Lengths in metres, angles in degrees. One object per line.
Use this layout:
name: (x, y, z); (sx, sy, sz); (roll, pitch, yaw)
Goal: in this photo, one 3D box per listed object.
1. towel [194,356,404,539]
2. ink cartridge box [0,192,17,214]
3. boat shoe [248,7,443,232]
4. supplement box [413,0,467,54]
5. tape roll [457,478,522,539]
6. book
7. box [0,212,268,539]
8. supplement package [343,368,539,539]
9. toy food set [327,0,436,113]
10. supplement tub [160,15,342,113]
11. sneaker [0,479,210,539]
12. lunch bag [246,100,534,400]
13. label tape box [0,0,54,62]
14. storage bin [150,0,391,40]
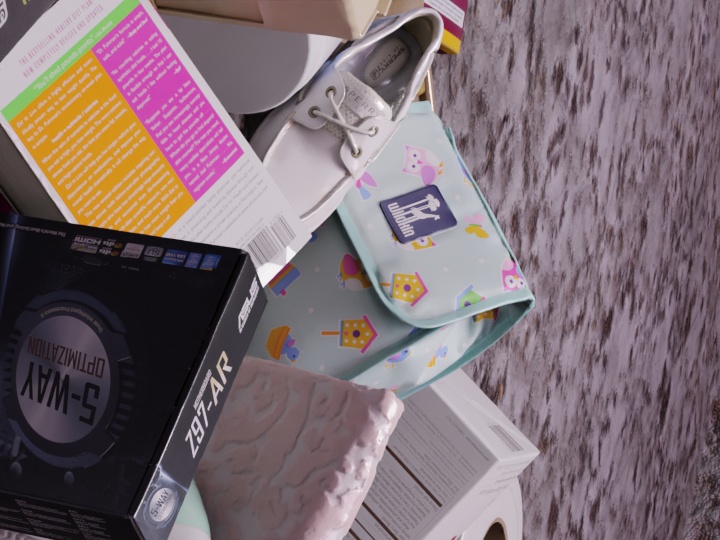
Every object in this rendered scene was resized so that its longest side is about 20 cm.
towel: (-0.089, 0.141, 1.222); (0.032, 0.190, 0.201); (43, 67, -47)
ink cartridge box: (-0.186, 0.053, 1.245); (0.200, 0.042, 0.120); (62, 43, -54)
boat shoe: (-0.011, -0.101, 1.354); (0.201, 0.071, 0.069); (-56, -168, -30)
supplement box: (0.039, -0.281, 1.652); (0.110, 0.085, 0.202); (16, 83, -69)
tape roll: (0.045, 0.252, 1.806); (0.202, 0.138, 0.204); (8, 90, -69)
book: (-0.125, -0.058, 1.171); (0.134, 0.048, 0.201); (-46, 110, -33)
box: (-0.166, 0.051, 1.070); (0.044, 0.199, 0.161); (71, 35, -51)
supplement package: (0.016, 0.168, 1.589); (0.200, 0.120, 0.121); (-47, 165, 12)
toy food set: (0.025, -0.105, 1.538); (0.143, 0.060, 0.202); (-24, 115, -42)
supplement tub: (-0.051, -0.204, 1.378); (0.200, 0.131, 0.133); (-57, 148, -48)
sneaker: (-0.184, 0.117, 1.173); (0.119, 0.199, 0.074); (-105, -146, -44)
lunch bag: (0.000, 0.000, 1.420); (0.171, 0.199, 0.122); (62, 9, 21)
label tape box: (-0.203, -0.189, 1.070); (0.200, 0.066, 0.144); (-58, 149, -44)
storage bin: (-0.063, -0.245, 1.233); (0.094, 0.199, 0.200); (72, 33, -54)
